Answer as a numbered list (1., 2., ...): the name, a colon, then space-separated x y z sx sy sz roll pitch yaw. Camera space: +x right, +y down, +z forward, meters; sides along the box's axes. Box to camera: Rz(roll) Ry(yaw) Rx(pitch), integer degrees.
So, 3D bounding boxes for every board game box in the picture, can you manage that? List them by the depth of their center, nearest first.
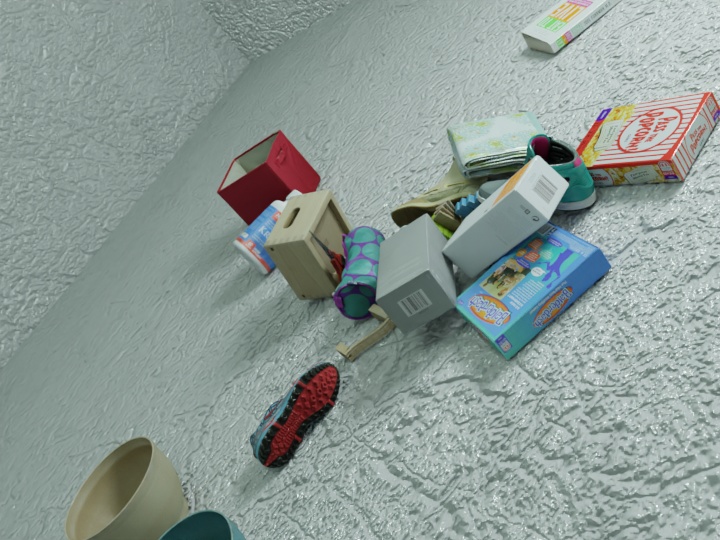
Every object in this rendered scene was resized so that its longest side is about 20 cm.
1. board game box: 0.248 0.023 1.131 0.200 0.045 0.152 -41 26 0
2. board game box: 0.444 -0.203 1.208 0.200 0.046 0.152 3 50 54

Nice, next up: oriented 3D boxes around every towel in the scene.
1. towel: 0.259 -0.240 1.429 0.170 0.048 0.200 -7 32 2

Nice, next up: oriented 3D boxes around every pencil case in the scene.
1. pencil case: 0.000 0.000 1.448 0.092 0.085 0.200 5 36 2

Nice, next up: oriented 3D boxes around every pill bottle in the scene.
1. pill bottle: -0.200 -0.097 1.833 0.200 0.112 0.112 -48 27 -10

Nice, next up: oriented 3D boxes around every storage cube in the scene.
1. storage cube: -0.237 -0.224 1.998 0.200 0.180 0.171 -27 30 28

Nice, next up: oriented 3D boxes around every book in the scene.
1. book: 0.482 -0.574 1.724 0.200 0.048 0.134 -39 31 2

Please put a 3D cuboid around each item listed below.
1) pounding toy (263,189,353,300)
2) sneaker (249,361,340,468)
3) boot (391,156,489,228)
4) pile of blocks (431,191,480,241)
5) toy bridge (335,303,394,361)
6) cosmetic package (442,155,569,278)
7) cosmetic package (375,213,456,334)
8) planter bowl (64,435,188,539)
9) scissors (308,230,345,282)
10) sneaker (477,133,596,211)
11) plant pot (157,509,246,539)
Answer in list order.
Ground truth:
1. pounding toy: -0.099 -0.055 1.587 0.142 0.184 0.200 -8 41 30
2. sneaker: -0.118 0.228 1.276 0.200 0.079 0.095 -50 26 -16
3. boot: 0.164 -0.156 1.480 0.200 0.073 0.156 -15 38 40
4. pile of blocks: 0.180 -0.085 1.341 0.200 0.082 0.062 -27 29 25
5. toy bridge: 0.042 0.080 1.341 0.200 0.027 0.067 -48 29 -12
6. cosmetic package: 0.225 -0.081 1.201 0.102 0.071 0.200 -52 4 -39
7. cosmetic package: 0.091 0.001 1.254 0.107 0.090 0.200 -32 20 22
8. planter bowl: -0.382 0.405 1.298 0.200 0.135 0.201 -31 29 19
9. scissors: -0.058 -0.033 1.468 0.014 0.200 0.073 -15 46 17
10. sneaker: 0.273 -0.159 1.232 0.199 0.121 0.084 2 40 31
11. plant pot: -0.200 0.440 1.003 0.200 0.135 0.200 -32 28 20
